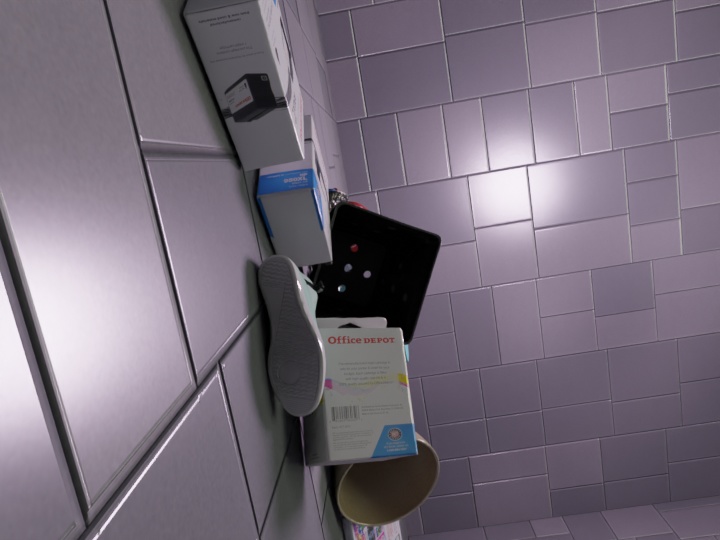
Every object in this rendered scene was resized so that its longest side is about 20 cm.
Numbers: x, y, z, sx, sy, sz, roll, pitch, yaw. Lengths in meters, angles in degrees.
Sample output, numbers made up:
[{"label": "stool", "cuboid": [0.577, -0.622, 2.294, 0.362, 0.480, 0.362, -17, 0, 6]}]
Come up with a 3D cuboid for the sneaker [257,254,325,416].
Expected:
[{"label": "sneaker", "cuboid": [-0.075, 0.086, 0.713, 0.118, 0.074, 0.201, 43, 35, -74]}]

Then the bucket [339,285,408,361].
[{"label": "bucket", "cuboid": [0.031, 0.120, 1.194, 0.207, 0.134, 0.208, -6, 90, -83]}]

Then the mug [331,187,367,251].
[{"label": "mug", "cuboid": [-0.040, -0.115, 1.448, 0.177, 0.134, 0.200, 35, 10, -14]}]

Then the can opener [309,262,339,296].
[{"label": "can opener", "cuboid": [-0.081, -0.024, 1.129, 0.067, 0.053, 0.201, 73, 8, -72]}]

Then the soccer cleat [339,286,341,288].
[{"label": "soccer cleat", "cuboid": [-0.041, 0.100, 1.365, 0.200, 0.068, 0.085, 65, 19, -61]}]

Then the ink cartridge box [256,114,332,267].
[{"label": "ink cartridge box", "cuboid": [-0.099, -0.126, 0.843, 0.145, 0.084, 0.200, 78, 4, -45]}]

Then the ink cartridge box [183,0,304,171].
[{"label": "ink cartridge box", "cuboid": [-0.129, -0.248, 0.660, 0.200, 0.083, 0.145, 77, 4, -47]}]

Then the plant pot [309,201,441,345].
[{"label": "plant pot", "cuboid": [0.000, 0.000, 0.994, 0.177, 0.199, 0.200, -163, -90, -72]}]

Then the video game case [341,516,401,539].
[{"label": "video game case", "cuboid": [0.030, 0.545, 1.099, 0.182, 0.024, 0.201, -18, 101, -60]}]

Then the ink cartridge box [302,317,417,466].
[{"label": "ink cartridge box", "cuboid": [-0.011, 0.171, 0.785, 0.125, 0.128, 0.201, 131, -42, -61]}]

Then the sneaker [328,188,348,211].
[{"label": "sneaker", "cuboid": [-0.084, -0.142, 1.250, 0.079, 0.090, 0.200, -60, 177, -12]}]

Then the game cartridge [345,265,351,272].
[{"label": "game cartridge", "cuboid": [-0.047, -0.008, 1.333, 0.133, 0.042, 0.200, 46, -13, 34]}]

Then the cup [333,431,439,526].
[{"label": "cup", "cuboid": [0.029, 0.356, 1.034, 0.143, 0.200, 0.201, -131, -154, -59]}]
